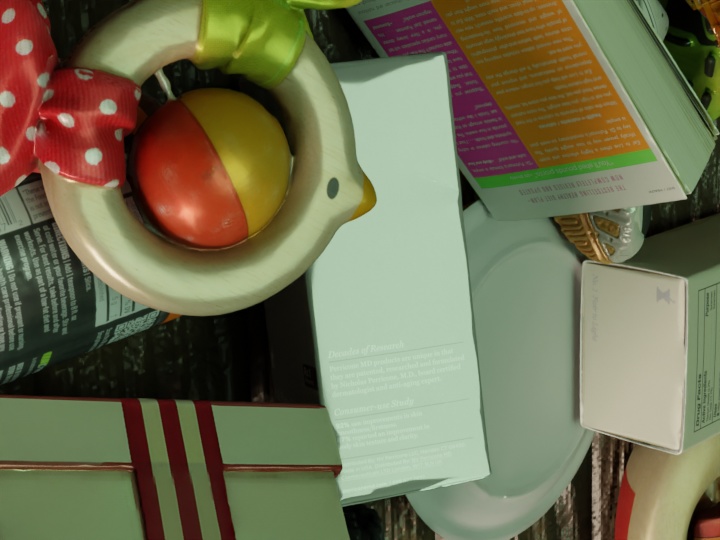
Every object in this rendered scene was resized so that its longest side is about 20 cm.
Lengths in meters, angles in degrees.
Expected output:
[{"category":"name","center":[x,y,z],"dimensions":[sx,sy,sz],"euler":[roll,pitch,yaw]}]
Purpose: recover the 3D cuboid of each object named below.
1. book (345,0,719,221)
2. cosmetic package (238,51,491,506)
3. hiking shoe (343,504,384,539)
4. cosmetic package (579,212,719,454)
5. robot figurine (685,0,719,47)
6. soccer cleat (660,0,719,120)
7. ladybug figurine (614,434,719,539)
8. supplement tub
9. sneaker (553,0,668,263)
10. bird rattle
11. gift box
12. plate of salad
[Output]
[{"category":"book","center":[0.066,-0.114,0.837],"dimensions":[0.200,0.133,0.048],"euler":[53,51,-25]},{"category":"cosmetic package","center":[0.000,0.000,0.822],"dimensions":[0.089,0.107,0.202],"euler":[-10,94,-14]},{"category":"hiking shoe","center":[-0.003,0.193,0.852],"dimensions":[0.075,0.200,0.102],"euler":[-3,109,-6]},{"category":"cosmetic package","center":[0.215,0.027,1.019],"dimensions":[0.199,0.073,0.105],"euler":[-15,110,-45]},{"category":"robot figurine","center":[0.196,-0.217,0.887],"dimensions":[0.201,0.144,0.058],"euler":[63,20,-13]},{"category":"soccer cleat","center":[0.200,-0.183,0.981],"dimensions":[0.083,0.064,0.202],"euler":[-23,115,-35]},{"category":"ladybug figurine","center":[0.209,0.169,1.077],"dimensions":[0.135,0.072,0.202],"euler":[-15,111,-32]},{"category":"supplement tub","center":[-0.134,-0.015,0.751],"dimensions":[0.199,0.107,0.108],"euler":[-21,114,-31]},{"category":"sneaker","center":[0.137,-0.107,0.934],"dimensions":[0.087,0.075,0.202],"euler":[-19,103,-37]},{"category":"bird rattle","center":[-0.073,-0.059,0.679],"dimensions":[0.199,0.112,0.164],"euler":[-35,105,-26]},{"category":"gift box","center":[-0.114,0.162,0.749],"dimensions":[0.183,0.188,0.200],"euler":[8,142,-32]},{"category":"plate of salad","center":[0.075,0.052,0.962],"dimensions":[0.199,0.048,0.202],"euler":[-13,107,-46]}]
